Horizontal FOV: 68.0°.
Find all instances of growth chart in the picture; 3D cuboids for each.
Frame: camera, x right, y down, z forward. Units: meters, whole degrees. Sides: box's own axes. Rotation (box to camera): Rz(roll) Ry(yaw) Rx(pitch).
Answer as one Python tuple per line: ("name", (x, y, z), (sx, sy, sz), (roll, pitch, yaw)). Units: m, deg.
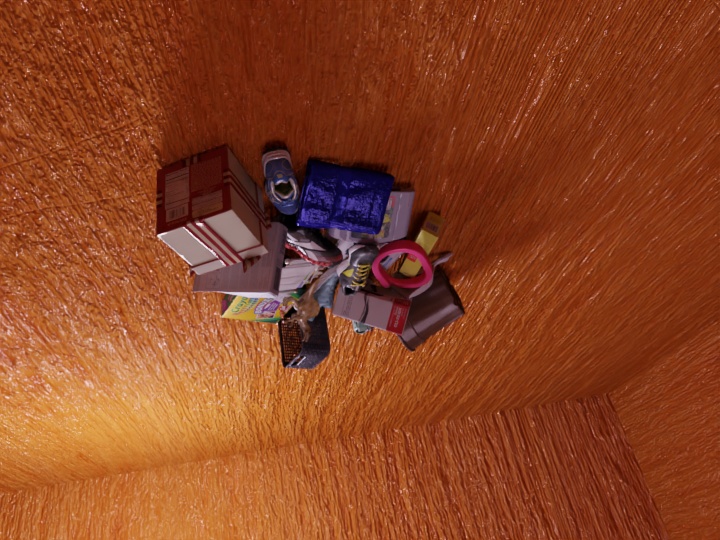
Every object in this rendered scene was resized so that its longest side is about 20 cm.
("growth chart", (-0.165, 0.016, 1.341), (0.143, 0.018, 0.200), (-2, 152, -39))

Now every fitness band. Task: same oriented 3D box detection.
("fitness band", (0.106, -0.009, 1.368), (0.142, 0.038, 0.200), (-14, 145, 18))

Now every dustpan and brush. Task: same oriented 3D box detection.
("dustpan and brush", (0.180, 0.003, 1.512), (0.198, 0.139, 0.058), (-19, 116, -19))

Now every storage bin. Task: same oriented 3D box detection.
("storage bin", (-0.167, 0.171, 1.548), (0.093, 0.202, 0.135), (9, 144, -33))

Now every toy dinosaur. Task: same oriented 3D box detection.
("toy dinosaur", (-0.153, 0.090, 1.416), (0.100, 0.058, 0.202), (5, 115, -19))

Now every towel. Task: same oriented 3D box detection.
("towel", (-0.032, -0.150, 1.151), (0.197, 0.050, 0.149), (5, 118, -20))

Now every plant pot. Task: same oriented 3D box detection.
("plant pot", (0.196, 0.111, 1.611), (0.197, 0.202, 0.200), (-29, 147, 13))

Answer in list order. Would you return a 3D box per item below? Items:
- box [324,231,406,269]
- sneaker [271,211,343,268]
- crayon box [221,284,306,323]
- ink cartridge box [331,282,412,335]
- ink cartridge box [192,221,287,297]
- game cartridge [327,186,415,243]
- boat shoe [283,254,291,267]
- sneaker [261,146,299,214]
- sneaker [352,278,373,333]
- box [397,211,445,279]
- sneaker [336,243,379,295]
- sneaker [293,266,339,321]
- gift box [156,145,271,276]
("box", (0.008, -0.066, 1.361), (0.198, 0.061, 0.117), (8, 144, -31))
("sneaker", (-0.122, -0.077, 1.241), (0.199, 0.071, 0.098), (26, 129, -13))
("crayon box", (-0.272, 0.071, 1.484), (0.171, 0.059, 0.200), (9, 142, -33))
("ink cartridge box", (0.035, 0.094, 1.465), (0.197, 0.085, 0.144), (15, -169, 6))
("ink cartridge box", (-0.266, -0.023, 1.184), (0.197, 0.162, 0.047), (0, 163, 20))
("game cartridge", (0.024, -0.128, 1.235), (0.197, 0.041, 0.135), (-2, 124, -18))
("boat shoe", (-0.222, -0.046, 1.300), (0.198, 0.074, 0.067), (14, 106, -55))
("sneaker", (-0.164, -0.166, 1.110), (0.075, 0.078, 0.201), (-13, 156, -2))
("sneaker", (0.011, 0.113, 1.602), (0.073, 0.119, 0.201), (-6, 148, -8))
("box", (0.157, -0.061, 1.401), (0.050, 0.076, 0.201), (25, 145, 0))
("sneaker", (0.000, 0.000, 1.307), (0.073, 0.086, 0.200), (0, 157, -20))
("sneaker", (-0.090, 0.058, 1.463), (0.200, 0.082, 0.074), (-45, 175, 15))
("gift box", (-0.295, -0.097, 1.068), (0.182, 0.202, 0.187), (-13, 152, 11))
